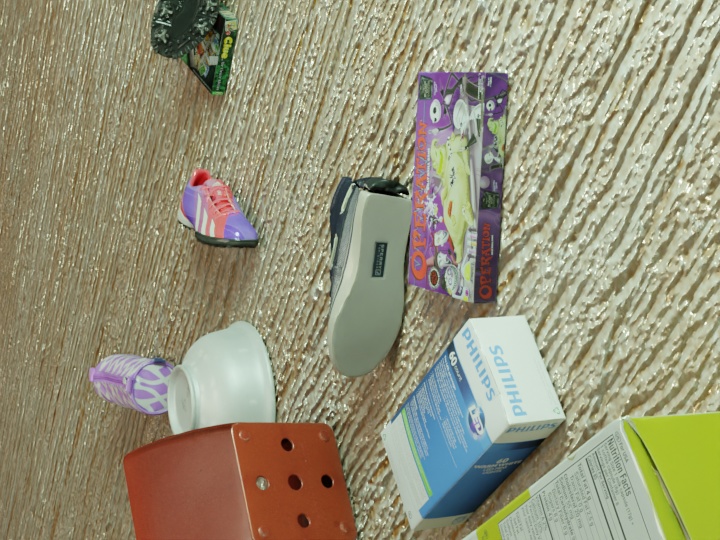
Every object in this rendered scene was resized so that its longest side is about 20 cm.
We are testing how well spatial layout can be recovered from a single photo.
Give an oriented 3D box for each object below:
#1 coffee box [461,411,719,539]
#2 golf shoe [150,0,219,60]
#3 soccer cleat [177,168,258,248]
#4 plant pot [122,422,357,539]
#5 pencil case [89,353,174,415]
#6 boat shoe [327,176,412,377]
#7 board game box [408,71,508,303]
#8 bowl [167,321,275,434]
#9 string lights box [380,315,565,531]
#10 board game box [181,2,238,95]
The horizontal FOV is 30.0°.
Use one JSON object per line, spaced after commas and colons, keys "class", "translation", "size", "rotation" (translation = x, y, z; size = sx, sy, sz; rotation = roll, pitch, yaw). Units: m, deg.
{"class": "coffee box", "translation": [0.210, 0.209, 0.783], "size": [0.198, 0.199, 0.201], "rotation": [-53, 45, 49]}
{"class": "golf shoe", "translation": [-0.210, -0.365, 1.714], "size": [0.200, 0.078, 0.094], "rotation": [-64, 15, 8]}
{"class": "soccer cleat", "translation": [-0.180, -0.076, 1.688], "size": [0.200, 0.068, 0.073], "rotation": [32, 115, 61]}
{"class": "plant pot", "translation": [-0.116, 0.260, 1.456], "size": [0.176, 0.200, 0.200], "rotation": [-38, 57, 42]}
{"class": "pencil case", "translation": [-0.331, 0.166, 1.970], "size": [0.200, 0.085, 0.084], "rotation": [-4, 86, 64]}
{"class": "boat shoe", "translation": [0.000, 0.000, 1.341], "size": [0.093, 0.074, 0.201], "rotation": [-143, 64, -65]}
{"class": "board game box", "translation": [0.086, -0.078, 1.207], "size": [0.120, 0.032, 0.201], "rotation": [-162, 73, -66]}
{"class": "bowl", "translation": [-0.184, 0.164, 1.676], "size": [0.201, 0.090, 0.202], "rotation": [8, 99, 63]}
{"class": "string lights box", "translation": [0.091, 0.136, 1.167], "size": [0.200, 0.059, 0.103], "rotation": [-57, 43, 48]}
{"class": "board game box", "translation": [-0.213, -0.319, 1.786], "size": [0.200, 0.023, 0.105], "rotation": [50, 135, 51]}
